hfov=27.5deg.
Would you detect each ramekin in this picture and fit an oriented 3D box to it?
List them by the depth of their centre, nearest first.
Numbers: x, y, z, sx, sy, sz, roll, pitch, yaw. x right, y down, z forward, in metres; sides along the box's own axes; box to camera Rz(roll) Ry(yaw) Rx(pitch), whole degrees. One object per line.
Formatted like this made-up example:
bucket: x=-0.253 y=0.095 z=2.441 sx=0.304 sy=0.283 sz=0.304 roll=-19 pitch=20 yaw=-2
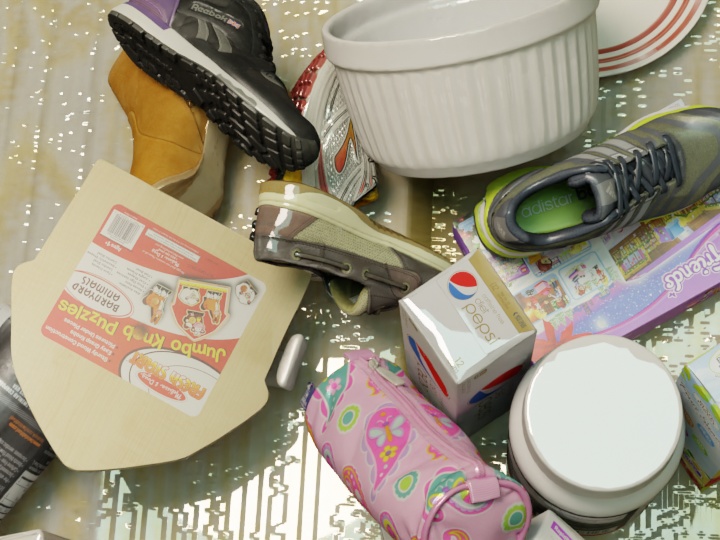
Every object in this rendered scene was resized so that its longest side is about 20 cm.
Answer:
ramekin: x=0.078 y=-0.144 z=1.055 sx=0.199 sy=0.200 sz=0.106 roll=-12 pitch=112 yaw=2

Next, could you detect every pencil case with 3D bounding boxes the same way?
pencil case: x=0.033 y=0.127 z=0.981 sx=0.087 sy=0.088 sz=0.200 roll=-38 pitch=32 yaw=-5

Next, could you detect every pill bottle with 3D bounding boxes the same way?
pill bottle: x=0.154 y=0.110 z=0.973 sx=0.113 sy=0.200 sz=0.115 roll=-1 pitch=74 yaw=5
pill bottle: x=-0.285 y=0.130 z=1.058 sx=0.106 sy=0.106 sz=0.200 roll=38 pitch=81 yaw=14

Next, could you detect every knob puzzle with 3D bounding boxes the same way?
knob puzzle: x=-0.155 y=0.050 z=1.030 sx=0.218 sy=0.030 sz=0.221 roll=2 pitch=75 yaw=-9

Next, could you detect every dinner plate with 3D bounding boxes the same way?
dinner plate: x=0.179 y=-0.243 z=1.161 sx=0.198 sy=0.024 sz=0.202 roll=-1 pitch=74 yaw=5

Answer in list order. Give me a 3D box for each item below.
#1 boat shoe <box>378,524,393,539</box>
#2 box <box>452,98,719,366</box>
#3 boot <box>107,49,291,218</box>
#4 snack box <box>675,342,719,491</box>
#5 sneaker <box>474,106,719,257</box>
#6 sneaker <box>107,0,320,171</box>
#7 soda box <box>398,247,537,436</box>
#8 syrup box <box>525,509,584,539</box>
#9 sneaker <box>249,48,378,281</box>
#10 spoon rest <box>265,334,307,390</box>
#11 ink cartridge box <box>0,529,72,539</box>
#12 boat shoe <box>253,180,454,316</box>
boat shoe: x=0.063 y=0.221 z=1.018 sx=0.072 sy=0.066 sz=0.201 roll=-23 pitch=72 yaw=5
box: x=0.186 y=-0.020 z=1.090 sx=0.199 sy=0.039 sz=0.137 roll=-28 pitch=73 yaw=-3
boot: x=-0.157 y=-0.105 z=1.130 sx=0.201 sy=0.071 sz=0.144 roll=-47 pitch=56 yaw=-4
snack box: x=0.289 y=0.064 z=0.974 sx=0.168 sy=0.200 sz=0.068 roll=-32 pitch=74 yaw=-5
sneaker: x=0.178 y=-0.057 z=1.023 sx=0.199 sy=0.081 sz=0.074 roll=-24 pitch=97 yaw=2
sneaker: x=-0.088 y=-0.156 z=1.058 sx=0.200 sy=0.076 sz=0.088 roll=40 pitch=71 yaw=23
soda box: x=0.072 y=0.056 z=0.995 sx=0.063 sy=0.200 sz=0.068 roll=-33 pitch=74 yaw=-6
syrup box: x=0.088 y=0.251 z=0.912 sx=0.081 sy=0.079 sz=0.200 roll=45 pitch=43 yaw=-6
sneaker: x=-0.026 y=-0.083 z=1.120 sx=0.082 sy=0.078 sz=0.201 roll=18 pitch=71 yaw=-17
spoon rest: x=-0.128 y=0.051 z=1.099 sx=0.199 sy=0.061 sz=0.100 roll=15 pitch=75 yaw=23
ink cartridge box: x=-0.213 y=0.258 z=0.967 sx=0.084 sy=0.200 sz=0.147 roll=-10 pitch=73 yaw=2
boat shoe: x=0.000 y=0.000 z=1.041 sx=0.072 sy=0.200 sz=0.066 roll=9 pitch=75 yaw=50
